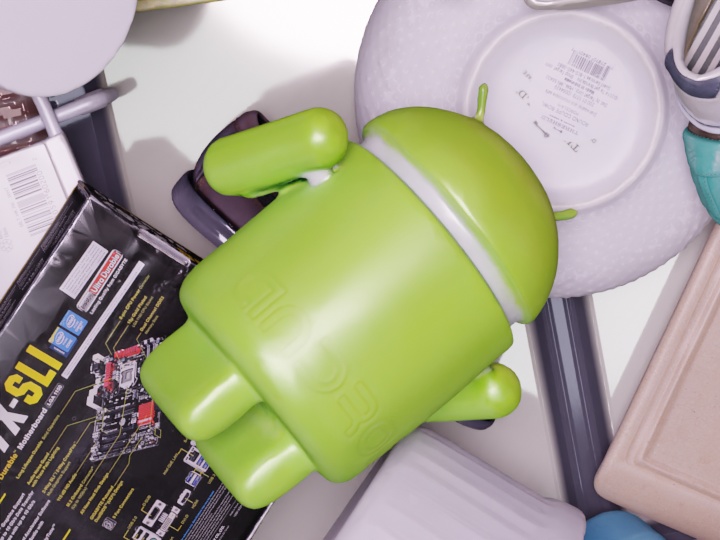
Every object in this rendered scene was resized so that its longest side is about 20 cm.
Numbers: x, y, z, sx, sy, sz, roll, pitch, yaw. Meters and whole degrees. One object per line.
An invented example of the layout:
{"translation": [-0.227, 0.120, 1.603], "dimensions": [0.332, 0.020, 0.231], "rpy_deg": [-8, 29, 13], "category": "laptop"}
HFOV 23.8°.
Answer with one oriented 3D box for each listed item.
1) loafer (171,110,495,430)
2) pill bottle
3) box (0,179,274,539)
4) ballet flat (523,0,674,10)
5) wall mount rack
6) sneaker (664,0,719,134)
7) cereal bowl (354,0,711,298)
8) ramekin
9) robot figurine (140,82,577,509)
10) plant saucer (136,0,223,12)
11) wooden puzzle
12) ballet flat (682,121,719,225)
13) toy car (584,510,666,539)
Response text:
{"translation": [0.000, 0.000, 0.848], "dimensions": [0.200, 0.072, 0.063], "rpy_deg": [37, 104, -2], "category": "loafer"}
{"translation": [-0.191, -0.138, 0.756], "dimensions": [0.114, 0.199, 0.115], "rpy_deg": [-17, 116, -40], "category": "pill bottle"}
{"translation": [-0.120, 0.084, 0.811], "dimensions": [0.159, 0.049, 0.201], "rpy_deg": [33, 91, -20], "category": "box"}
{"translation": [0.067, -0.153, 0.755], "dimensions": [0.199, 0.073, 0.074], "rpy_deg": [10, 101, -5], "category": "ballet flat"}
{"translation": [-0.182, -0.004, 0.856], "dimensions": [0.173, 0.075, 0.201], "rpy_deg": [-21, 99, 2], "category": "wall mount rack"}
{"translation": [0.189, -0.152, 0.715], "dimensions": [0.073, 0.071, 0.201], "rpy_deg": [23, 90, 21], "category": "sneaker"}
{"translation": [0.094, -0.080, 0.826], "dimensions": [0.199, 0.083, 0.201], "rpy_deg": [1, 101, 3], "category": "cereal bowl"}
{"translation": [0.013, 0.172, 0.822], "dimensions": [0.097, 0.200, 0.201], "rpy_deg": [35, 100, 3], "category": "ramekin"}
{"translation": [0.003, 0.011, 0.747], "dimensions": [0.200, 0.116, 0.176], "rpy_deg": [-41, 116, -7], "category": "robot figurine"}
{"translation": [-0.063, -0.228, 0.812], "dimensions": [0.199, 0.048, 0.201], "rpy_deg": [-7, 94, 2], "category": "plant saucer"}
{"translation": [0.240, 0.062, 0.876], "dimensions": [0.184, 0.037, 0.201], "rpy_deg": [23, 105, -3], "category": "wooden puzzle"}
{"translation": [0.234, -0.069, 0.813], "dimensions": [0.199, 0.067, 0.071], "rpy_deg": [-23, 118, -24], "category": "ballet flat"}
{"translation": [0.182, 0.254, 0.868], "dimensions": [0.200, 0.184, 0.177], "rpy_deg": [37, 92, -39], "category": "toy car"}
